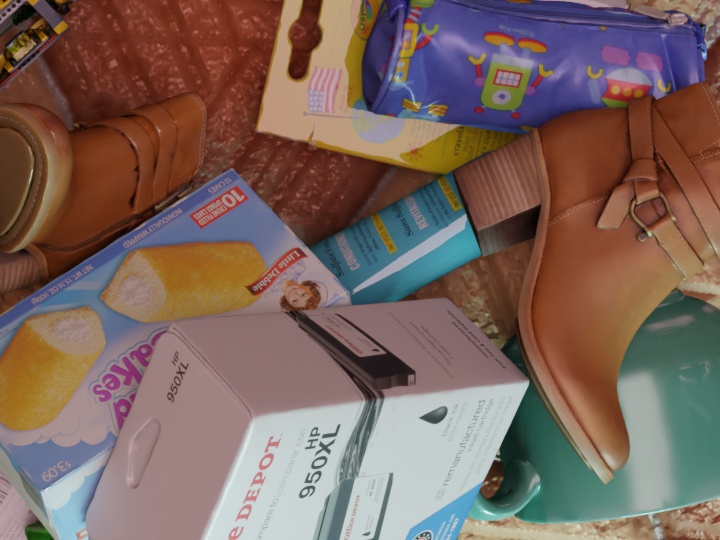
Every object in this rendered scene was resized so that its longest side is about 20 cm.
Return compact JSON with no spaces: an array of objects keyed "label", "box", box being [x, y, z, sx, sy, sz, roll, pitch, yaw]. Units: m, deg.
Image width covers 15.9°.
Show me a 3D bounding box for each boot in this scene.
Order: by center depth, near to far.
[{"label":"boot","box":[0.152,0.001,1.395,0.155,0.074,0.200,-20,80,1]},{"label":"boot","box":[-0.147,-0.061,1.405,0.155,0.200,0.074,-26,81,-26]}]

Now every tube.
[{"label":"tube","box":[0.000,0.000,1.479,0.200,0.077,0.050,-29,125,2]}]

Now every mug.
[{"label":"mug","box":[0.144,0.076,1.481,0.152,0.185,0.114,-8,94,29]}]

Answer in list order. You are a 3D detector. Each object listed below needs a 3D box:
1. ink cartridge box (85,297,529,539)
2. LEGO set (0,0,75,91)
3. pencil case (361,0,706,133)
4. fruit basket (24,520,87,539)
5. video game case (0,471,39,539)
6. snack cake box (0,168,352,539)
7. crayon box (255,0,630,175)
[{"label":"ink cartridge box","box":[-0.028,0.100,1.370,0.200,0.084,0.145,-4,127,-42]},{"label":"LEGO set","box":[-0.257,-0.137,1.415,0.200,0.154,0.116,-39,112,7]},{"label":"pencil case","box":[0.102,-0.117,1.456,0.200,0.078,0.087,6,123,-10]},{"label":"fruit basket","box":[-0.130,0.232,1.458,0.216,0.156,0.216,3,84,-23]},{"label":"video game case","box":[-0.130,0.121,1.524,0.182,0.022,0.200,32,89,-10]},{"label":"snack cake box","box":[-0.114,0.047,1.405,0.200,0.067,0.115,-33,55,-17]},{"label":"crayon box","box":[0.045,-0.121,1.514,0.200,0.051,0.127,13,93,-10]}]
